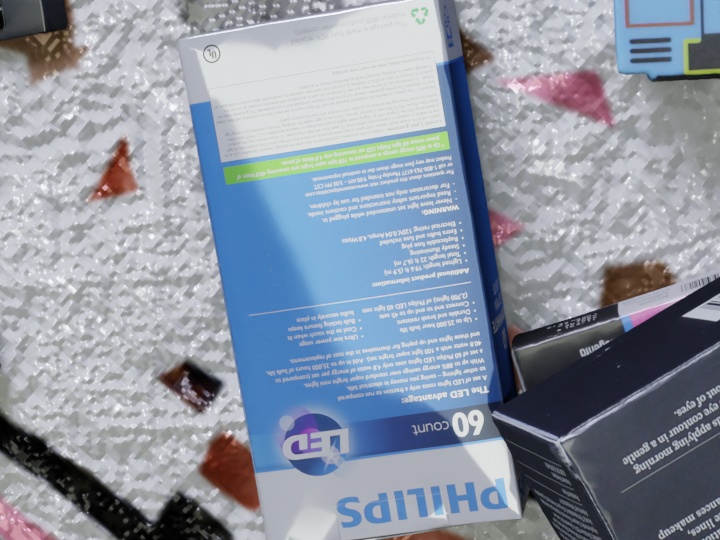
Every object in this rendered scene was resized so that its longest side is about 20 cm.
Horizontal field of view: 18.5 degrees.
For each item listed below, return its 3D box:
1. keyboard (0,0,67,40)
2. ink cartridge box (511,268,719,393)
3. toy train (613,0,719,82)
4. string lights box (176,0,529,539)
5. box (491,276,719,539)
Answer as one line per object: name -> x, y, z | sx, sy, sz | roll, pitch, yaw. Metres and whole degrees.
keyboard -> -0.159, -0.188, 0.854 | 0.104, 0.040, 0.201 | -9, 98, 9
ink cartridge box -> 0.134, 0.107, 0.863 | 0.094, 0.037, 0.201 | -18, 98, 9
toy train -> 0.178, -0.129, 0.799 | 0.199, 0.087, 0.115 | -3, 107, 6
string lights box -> 0.000, 0.000, 0.851 | 0.102, 0.059, 0.201 | -8, 97, 9
box -> 0.181, 0.084, 0.788 | 0.199, 0.104, 0.183 | -29, 95, -7
